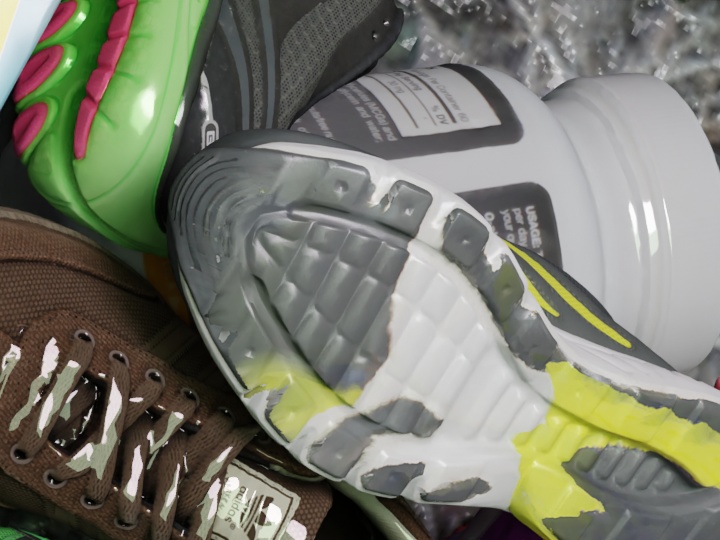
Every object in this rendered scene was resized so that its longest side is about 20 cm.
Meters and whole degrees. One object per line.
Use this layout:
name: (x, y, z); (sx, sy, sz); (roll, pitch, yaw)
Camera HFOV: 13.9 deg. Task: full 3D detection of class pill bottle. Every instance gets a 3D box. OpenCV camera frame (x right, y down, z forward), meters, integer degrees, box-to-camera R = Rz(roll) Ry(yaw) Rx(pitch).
pill bottle: (0.000, 0.000, 0.865); (0.200, 0.116, 0.117); (-8, 93, -22)

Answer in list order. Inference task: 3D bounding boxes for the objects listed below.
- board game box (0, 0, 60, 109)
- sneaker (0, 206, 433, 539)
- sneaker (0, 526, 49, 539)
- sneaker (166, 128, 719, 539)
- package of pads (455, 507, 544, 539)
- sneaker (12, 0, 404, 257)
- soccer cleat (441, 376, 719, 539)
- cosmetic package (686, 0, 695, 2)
board game box: (-0.167, -0.058, 0.722); (0.151, 0.047, 0.200); (31, 78, -19)
sneaker: (-0.045, 0.043, 0.738); (0.200, 0.075, 0.071); (32, 81, -41)
sneaker: (-0.108, 0.127, 0.792); (0.085, 0.200, 0.078); (35, 43, -5)
sneaker: (0.018, 0.021, 0.762); (0.200, 0.085, 0.075); (35, 94, -36)
package of pads: (0.021, 0.169, 0.806); (0.076, 0.121, 0.200); (29, 108, -25)
sneaker: (-0.027, -0.090, 0.797); (0.084, 0.077, 0.200); (39, 65, -36)
soccer cleat: (0.058, 0.092, 0.916); (0.200, 0.067, 0.077); (-18, 56, -24)
cosmetic package: (0.179, -0.197, 0.897); (0.199, 0.200, 0.123); (-41, 104, -18)
